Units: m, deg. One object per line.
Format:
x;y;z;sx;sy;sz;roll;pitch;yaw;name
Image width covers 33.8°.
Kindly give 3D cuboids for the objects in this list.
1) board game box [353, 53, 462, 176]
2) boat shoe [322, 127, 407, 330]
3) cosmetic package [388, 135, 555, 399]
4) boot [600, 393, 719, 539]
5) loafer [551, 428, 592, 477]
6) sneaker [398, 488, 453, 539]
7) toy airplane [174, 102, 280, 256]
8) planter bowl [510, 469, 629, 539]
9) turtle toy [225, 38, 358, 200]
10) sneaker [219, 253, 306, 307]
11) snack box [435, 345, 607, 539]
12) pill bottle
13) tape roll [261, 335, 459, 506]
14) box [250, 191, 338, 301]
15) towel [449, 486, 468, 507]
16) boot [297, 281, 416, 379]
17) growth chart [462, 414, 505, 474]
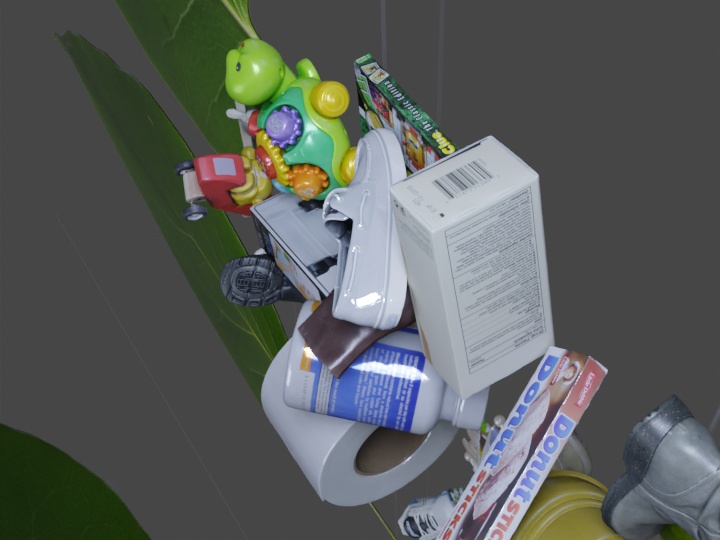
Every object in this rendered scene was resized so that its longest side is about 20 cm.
0.057;-0.102;1.083;0.200;0.023;0.105;51;164;34;board game box
0.000;-0.042;1.047;0.072;0.068;0.201;124;150;-62;boat shoe
0.096;0.001;0.982;0.071;0.105;0.201;49;159;43;cosmetic package
0.252;0.190;0.885;0.131;0.068;0.200;46;161;29;boot
0.165;0.199;1.151;0.076;0.068;0.200;56;158;20;loafer
0.102;0.345;1.629;0.072;0.072;0.200;61;164;7;sneaker
-0.128;-0.105;1.515;0.201;0.140;0.200;59;-155;-26;toy airplane
0.194;0.273;1.000;0.083;0.200;0.201;-9;109;59;planter bowl
-0.072;-0.155;1.254;0.201;0.101;0.146;66;164;-16;turtle toy
-0.067;0.008;1.423;0.091;0.199;0.076;-107;27;-77;sneaker
0.132;0.157;0.984;0.024;0.201;0.072;34;173;-17;snack box
0.030;0.102;1.188;0.112;0.199;0.113;12;-90;-87;pill bottle
0.004;0.152;1.363;0.139;0.202;0.203;51;162;35;tape roll
-0.026;-0.023;1.318;0.200;0.116;0.060;48;158;44;box
0.167;0.304;1.307;0.149;0.031;0.200;43;175;1;towel
0.000;0.000;1.133;0.072;0.166;0.200;48;-177;-32;boot
0.165;0.230;1.322;0.145;0.018;0.200;57;164;17;growth chart
